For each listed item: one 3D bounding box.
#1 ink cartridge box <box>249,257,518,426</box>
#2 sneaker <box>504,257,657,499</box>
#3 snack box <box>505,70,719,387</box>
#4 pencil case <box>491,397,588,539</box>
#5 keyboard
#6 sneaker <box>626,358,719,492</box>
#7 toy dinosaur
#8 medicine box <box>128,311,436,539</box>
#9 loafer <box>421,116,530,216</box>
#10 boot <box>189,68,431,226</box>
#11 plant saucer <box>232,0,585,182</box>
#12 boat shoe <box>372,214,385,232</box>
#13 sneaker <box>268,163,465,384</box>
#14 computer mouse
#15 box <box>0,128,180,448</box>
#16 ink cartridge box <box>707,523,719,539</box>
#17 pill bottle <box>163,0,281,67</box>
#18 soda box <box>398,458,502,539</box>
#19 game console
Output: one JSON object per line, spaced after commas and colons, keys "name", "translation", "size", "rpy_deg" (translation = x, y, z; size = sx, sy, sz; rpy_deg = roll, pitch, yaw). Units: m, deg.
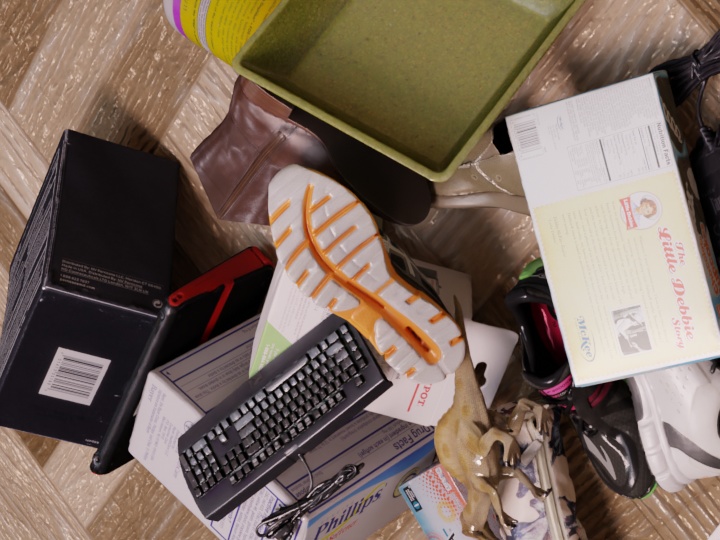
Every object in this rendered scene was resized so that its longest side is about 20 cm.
{"name": "ink cartridge box", "translation": [0.020, 0.051, 1.459], "size": [0.198, 0.068, 0.118], "rpy_deg": [16, 122, -7]}
{"name": "sneaker", "translation": [0.165, 0.090, 1.373], "size": [0.076, 0.083, 0.202], "rpy_deg": [-28, 89, 47]}
{"name": "snack box", "translation": [0.183, -0.028, 1.259], "size": [0.115, 0.037, 0.202], "rpy_deg": [-14, 92, 27]}
{"name": "pencil case", "translation": [0.145, 0.204, 1.423], "size": [0.089, 0.077, 0.202], "rpy_deg": [137, 118, -84]}
{"name": "keyboard", "translation": [-0.056, 0.136, 1.416], "size": [0.200, 0.021, 0.128], "rpy_deg": [-39, 71, 21]}
{"name": "sneaker", "translation": [0.233, 0.062, 1.319], "size": [0.079, 0.074, 0.202], "rpy_deg": [-16, 103, 31]}
{"name": "toy dinosaur", "translation": [0.092, 0.124, 1.361], "size": [0.100, 0.058, 0.203], "rpy_deg": [2, 100, 46]}
{"name": "medicine box", "translation": [-0.066, 0.147, 1.546], "size": [0.200, 0.181, 0.104], "rpy_deg": [41, 133, 22]}
{"name": "loafer", "translation": [0.103, -0.084, 1.362], "size": [0.198, 0.076, 0.068], "rpy_deg": [7, 110, 35]}
{"name": "boot", "translation": [-0.047, -0.068, 1.427], "size": [0.186, 0.064, 0.200], "rpy_deg": [44, 148, 3]}
{"name": "plant saucer", "translation": [0.041, -0.168, 1.314], "size": [0.199, 0.200, 0.048], "rpy_deg": [30, 161, 25]}
{"name": "boat shoe", "translation": [-0.010, -0.001, 1.508], "size": [0.071, 0.066, 0.203], "rpy_deg": [6, 112, 41]}
{"name": "sneaker", "translation": [0.000, 0.000, 1.352], "size": [0.078, 0.077, 0.200], "rpy_deg": [-36, 106, 11]}
{"name": "computer mouse", "translation": [0.279, -0.073, 1.218], "size": [0.140, 0.046, 0.202], "rpy_deg": [-40, 70, 54]}
{"name": "box", "translation": [-0.252, 0.018, 1.638], "size": [0.201, 0.122, 0.200], "rpy_deg": [122, 155, -42]}
{"name": "ink cartridge box", "translation": [0.354, 0.226, 1.272], "size": [0.200, 0.067, 0.117], "rpy_deg": [44, 133, 20]}
{"name": "pill bottle", "translation": [-0.058, -0.196, 1.434], "size": [0.199, 0.104, 0.105], "rpy_deg": [34, 129, 27]}
{"name": "soda box", "translation": [0.118, 0.246, 1.506], "size": [0.068, 0.063, 0.201], "rpy_deg": [-34, 84, 46]}
{"name": "game console", "translation": [-0.158, 0.078, 1.588], "size": [0.031, 0.176, 0.201], "rpy_deg": [35, 119, 17]}
